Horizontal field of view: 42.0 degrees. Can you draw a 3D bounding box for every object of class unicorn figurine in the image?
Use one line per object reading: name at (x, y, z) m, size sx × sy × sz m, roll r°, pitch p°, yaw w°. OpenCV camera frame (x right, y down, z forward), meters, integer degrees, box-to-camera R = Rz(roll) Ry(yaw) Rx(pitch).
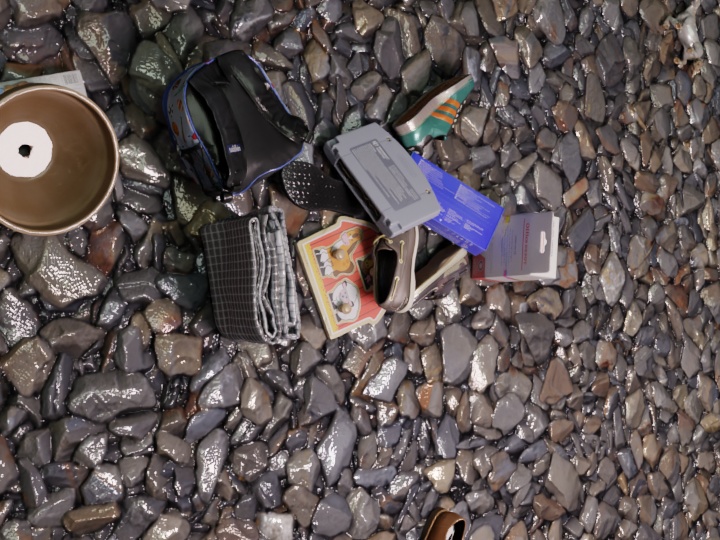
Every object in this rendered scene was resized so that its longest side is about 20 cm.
unicorn figurine at (0.755, -0.554, 2.164) m, size 0.137 × 0.074 × 0.201 m, roll -29°, pitch 118°, yaw -43°

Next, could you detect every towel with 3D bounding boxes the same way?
towel at (-0.167, 0.009, 1.412) m, size 0.085 × 0.165 × 0.201 m, roll -9°, pitch 93°, yaw -29°

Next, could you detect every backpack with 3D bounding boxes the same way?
backpack at (-0.199, -0.225, 1.409) m, size 0.200 × 0.154 × 0.191 m, roll -40°, pitch 118°, yaw -37°

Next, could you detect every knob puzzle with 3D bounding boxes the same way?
knob puzzle at (0.000, 0.000, 1.612) m, size 0.219 × 0.030 × 0.220 m, roll 3°, pitch 85°, yaw -35°

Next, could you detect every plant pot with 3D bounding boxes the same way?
plant pot at (-0.434, -0.153, 1.257) m, size 0.200 × 0.093 × 0.201 m, roll -15°, pitch 114°, yaw -36°

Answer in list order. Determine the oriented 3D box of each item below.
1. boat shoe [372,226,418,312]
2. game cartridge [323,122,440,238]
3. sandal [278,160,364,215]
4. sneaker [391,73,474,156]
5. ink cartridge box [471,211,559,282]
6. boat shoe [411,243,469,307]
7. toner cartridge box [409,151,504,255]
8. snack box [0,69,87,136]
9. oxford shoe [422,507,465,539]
boat shoe at (0.053, -0.030, 1.596) m, size 0.059 × 0.072 × 0.201 m, roll 12°, pitch 76°, yaw -48°
game cartridge at (0.042, -0.156, 1.593) m, size 0.133 × 0.040 × 0.200 m, roll -27°, pitch 75°, yaw -33°
sandal at (-0.070, -0.131, 1.568) m, size 0.200 × 0.045 × 0.075 m, roll 15°, pitch 84°, yaw -49°
sneaker at (0.143, -0.282, 1.710) m, size 0.200 × 0.071 × 0.080 m, roll -42°, pitch 115°, yaw -24°
ink cartridge box at (0.296, -0.041, 1.721) m, size 0.067 × 0.200 × 0.117 m, roll 8°, pitch 83°, yaw -35°
boat shoe at (0.135, 0.022, 1.681) m, size 0.200 × 0.072 × 0.065 m, roll -41°, pitch 109°, yaw -39°
toner cartridge box at (0.151, -0.118, 1.681) m, size 0.200 × 0.043 × 0.095 m, roll 31°, pitch 69°, yaw -10°
snack box at (-0.473, -0.224, 1.289) m, size 0.200 × 0.024 × 0.072 m, roll -19°, pitch 100°, yaw -35°
oxford shoe at (0.132, 0.521, 1.655) m, size 0.071 × 0.071 × 0.200 m, roll 29°, pitch 73°, yaw -32°
